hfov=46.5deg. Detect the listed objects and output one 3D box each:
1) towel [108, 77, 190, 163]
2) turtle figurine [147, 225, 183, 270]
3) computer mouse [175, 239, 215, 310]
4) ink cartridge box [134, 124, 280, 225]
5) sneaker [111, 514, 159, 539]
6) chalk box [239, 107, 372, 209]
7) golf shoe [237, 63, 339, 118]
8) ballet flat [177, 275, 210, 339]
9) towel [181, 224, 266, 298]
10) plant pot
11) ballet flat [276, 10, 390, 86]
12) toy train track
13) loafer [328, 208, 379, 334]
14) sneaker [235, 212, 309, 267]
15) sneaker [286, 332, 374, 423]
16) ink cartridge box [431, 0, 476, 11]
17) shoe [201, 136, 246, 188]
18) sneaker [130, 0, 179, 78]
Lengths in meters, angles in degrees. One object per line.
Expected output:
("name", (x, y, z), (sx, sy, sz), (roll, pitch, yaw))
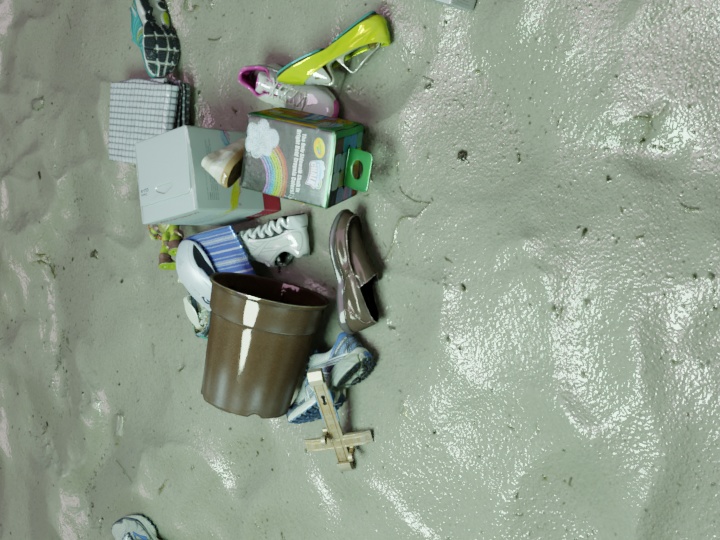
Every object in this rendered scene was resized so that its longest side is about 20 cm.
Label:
("towel", (-0.407, -0.288, 1.634), (0.199, 0.085, 0.167), (10, 97, 39))
("turtle figurine", (-0.354, -0.094, 1.586), (0.200, 0.064, 0.162), (-33, 53, 31))
("computer mouse", (-0.280, 0.040, 1.504), (0.109, 0.044, 0.201), (-30, 93, 45))
("ink cartridge box", (-0.266, -0.159, 1.453), (0.145, 0.200, 0.146), (-10, 86, 37))
("sneaker", (-0.453, 0.563, 1.702), (0.199, 0.085, 0.078), (18, 103, 37))
("chalk box", (-0.071, -0.177, 1.326), (0.199, 0.124, 0.126), (15, 110, 17))
("golf shoe", (-0.125, -0.294, 1.407), (0.200, 0.091, 0.076), (30, 109, 31))
("ballet flat", (-0.308, 0.034, 1.581), (0.074, 0.074, 0.201), (-27, 76, 36))
("towel", (-0.236, 0.022, 1.500), (0.144, 0.024, 0.201), (-10, 109, 43))
("plant pot", (-0.171, 0.124, 1.374), (0.200, 0.200, 0.199), (20, 99, 35))
("ballet flat", (-0.040, -0.335, 1.333), (0.199, 0.067, 0.067), (-29, 91, 14))
("toy train track", (-0.049, 0.250, 1.355), (0.114, 0.033, 0.201), (-11, 114, 11))
("loafer", (0.000, 0.000, 1.345), (0.071, 0.073, 0.201), (-4, 95, 27))
("sneaker", (-0.169, -0.040, 1.470), (0.199, 0.075, 0.082), (-15, 92, 38))
("sneaker", (-0.059, 0.180, 1.401), (0.200, 0.077, 0.085), (-45, 56, 22))
("ink cartridge box", (0.133, -0.491, 1.208), (0.117, 0.067, 0.201), (28, 109, 34))
("shoe", (-0.192, -0.195, 1.375), (0.053, 0.200, 0.070), (23, 120, 11))
("sneaker", (-0.409, -0.457, 1.640), (0.080, 0.077, 0.201), (-34, 62, 44))
